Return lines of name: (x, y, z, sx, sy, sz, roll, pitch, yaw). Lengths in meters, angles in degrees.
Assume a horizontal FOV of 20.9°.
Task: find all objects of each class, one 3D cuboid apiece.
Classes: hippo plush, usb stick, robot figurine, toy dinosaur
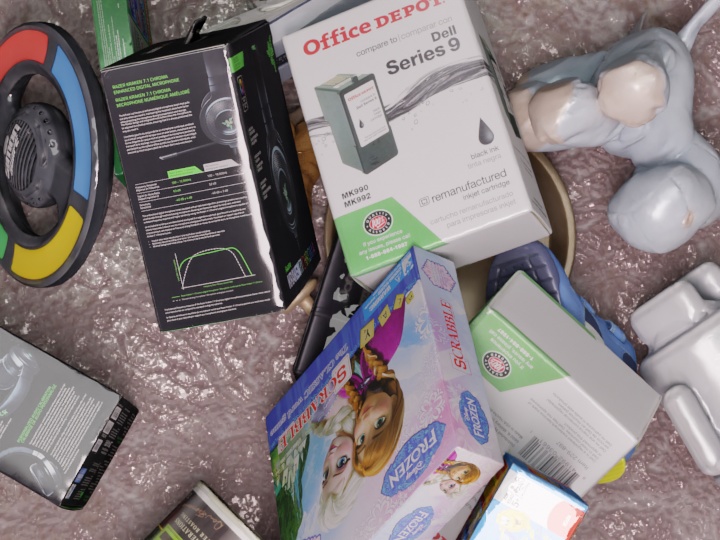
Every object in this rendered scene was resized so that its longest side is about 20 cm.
hippo plush: (0.211, -0.095, 1.523, 0.159, 0.200, 0.161, -14, 107, 35)
usb stick: (0.000, 0.000, 1.506, 0.055, 0.033, 0.200, 17, 80, 1)
robot figurine: (0.292, 0.094, 1.495, 0.170, 0.113, 0.200, -31, 84, -40)
toy dinosaur: (-0.045, -0.111, 1.549, 0.106, 0.060, 0.200, 22, 71, -10)

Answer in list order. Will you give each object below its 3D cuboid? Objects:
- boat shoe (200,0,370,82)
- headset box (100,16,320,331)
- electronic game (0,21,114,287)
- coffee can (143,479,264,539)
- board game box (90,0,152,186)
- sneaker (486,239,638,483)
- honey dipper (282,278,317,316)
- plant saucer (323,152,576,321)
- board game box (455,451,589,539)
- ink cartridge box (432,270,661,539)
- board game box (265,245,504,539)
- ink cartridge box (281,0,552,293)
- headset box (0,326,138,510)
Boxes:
boat shoe: (-0.062, -0.198, 1.543, 0.202, 0.075, 0.086, -31, 59, -18)
headset box: (-0.104, -0.078, 1.391, 0.093, 0.174, 0.200, -11, 100, 9)
electronic game: (-0.243, -0.087, 1.471, 0.042, 0.200, 0.200, -4, 81, -37)
coffee can: (-0.136, 0.276, 1.441, 0.146, 0.146, 0.200, 44, 83, 4)
board game box: (-0.178, -0.160, 1.500, 0.029, 0.135, 0.200, -8, 83, 0)
sneaker: (0.161, 0.061, 1.501, 0.082, 0.074, 0.200, -36, 107, -44)
honey dipper: (-0.009, 0.062, 1.530, 0.038, 0.038, 0.200, -43, 89, -7)
plant saucer: (0.070, -0.026, 1.546, 0.200, 0.029, 0.200, 0, 83, -2)
board game box: (0.074, 0.221, 1.292, 0.056, 0.200, 0.196, 29, 88, 4)
ink cartridge box: (0.100, 0.123, 1.448, 0.145, 0.088, 0.200, 41, 119, 2)
board game box: (0.010, 0.119, 1.372, 0.041, 0.200, 0.200, 23, 124, -27)
ink cartridge box: (0.040, -0.102, 1.456, 0.146, 0.084, 0.200, -21, 73, 12)
headset box: (-0.277, 0.088, 1.445, 0.200, 0.174, 0.093, 29, 82, 1)
